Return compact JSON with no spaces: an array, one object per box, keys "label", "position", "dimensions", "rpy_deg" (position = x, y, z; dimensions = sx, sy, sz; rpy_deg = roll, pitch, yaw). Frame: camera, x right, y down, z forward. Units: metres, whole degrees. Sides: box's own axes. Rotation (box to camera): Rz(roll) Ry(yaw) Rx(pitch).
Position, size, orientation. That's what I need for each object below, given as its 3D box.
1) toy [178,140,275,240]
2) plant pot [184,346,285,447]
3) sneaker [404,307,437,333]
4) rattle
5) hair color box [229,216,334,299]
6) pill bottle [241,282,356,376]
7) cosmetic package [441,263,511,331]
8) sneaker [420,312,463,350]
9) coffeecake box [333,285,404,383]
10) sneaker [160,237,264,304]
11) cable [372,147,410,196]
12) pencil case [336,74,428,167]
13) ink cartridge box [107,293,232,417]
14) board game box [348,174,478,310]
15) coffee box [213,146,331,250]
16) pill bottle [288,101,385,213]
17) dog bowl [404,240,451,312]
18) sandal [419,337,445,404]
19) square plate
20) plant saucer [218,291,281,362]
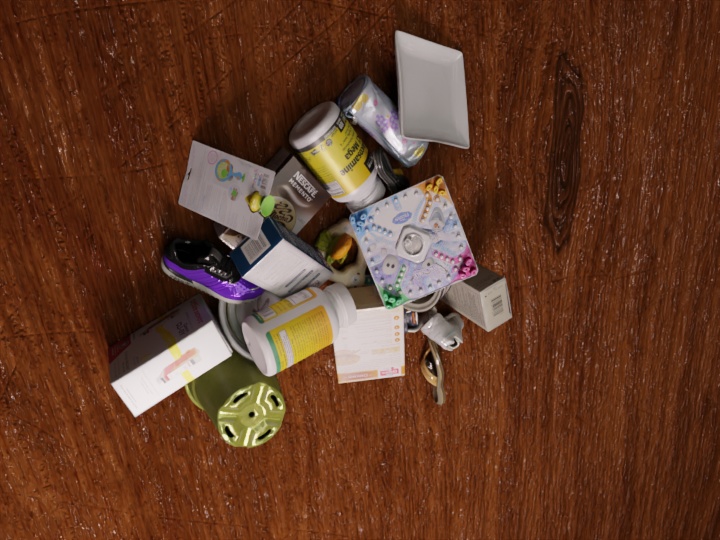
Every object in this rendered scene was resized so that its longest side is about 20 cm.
[{"label":"toy","position":[-0.226,-0.140,0.994],"dimensions":[0.047,0.197,0.118],"rpy_deg":[1,110,-58]},{"label":"plant pot","position":[-0.232,0.237,1.114],"dimensions":[0.195,0.184,0.206],"rpy_deg":[-10,114,-23]},{"label":"sneaker","position":[0.081,0.101,1.287],"dimensions":[0.196,0.079,0.080],"rpy_deg":[-19,118,-18]},{"label":"rattle","position":[0.000,0.000,1.176],"dimensions":[0.130,0.141,0.203],"rpy_deg":[-40,117,-29]},{"label":"hair color box","position":[-0.138,-0.011,1.041],"dimensions":[0.100,0.061,0.200],"rpy_deg":[-40,151,7]},{"label":"pill bottle","position":[-0.108,0.100,1.052],"dimensions":[0.197,0.112,0.115],"rpy_deg":[-26,119,-26]},{"label":"cosmetic package","position":[0.243,0.041,1.274],"dimensions":[0.070,0.200,0.107],"rpy_deg":[-26,119,-16]},{"label":"sneaker","position":[0.203,0.148,1.326],"dimensions":[0.071,0.081,0.199],"rpy_deg":[-47,160,18]},{"label":"coffeecake box","position":[0.015,0.136,1.218],"dimensions":[0.149,0.074,0.204],"rpy_deg":[-6,126,-3]},{"label":"sneaker","position":[-0.259,-0.005,1.027],"dimensions":[0.195,0.071,0.100],"rpy_deg":[19,145,-14]},{"label":"cable","position":[0.055,-0.171,1.124],"dimensions":[0.199,0.049,0.100],"rpy_deg":[14,75,-65]},{"label":"pencil case","position":[0.047,-0.288,1.115],"dimensions":[0.082,0.093,0.198],"rpy_deg":[-30,133,35]},{"label":"ink cartridge box","position":[-0.349,0.147,1.045],"dimensions":[0.197,0.145,0.085],"rpy_deg":[-32,119,-13]},{"label":"board game box","position":[0.101,-0.049,1.090],"dimensions":[0.196,0.026,0.204],"rpy_deg":[-22,98,10]},{"label":"coffee box","position":[-0.166,-0.114,1.072],"dimensions":[0.200,0.080,0.113],"rpy_deg":[-47,122,1]},{"label":"pill bottle","position":[-0.038,-0.207,1.090],"dimensions":[0.112,0.112,0.201],"rpy_deg":[-44,122,-5]},{"label":"dog bowl","position":[0.120,-0.020,1.201],"dimensions":[0.073,0.198,0.205],"rpy_deg":[-24,119,-37]},{"label":"sandal","position":[0.173,0.246,1.397],"dimensions":[0.052,0.081,0.205],"rpy_deg":[-8,118,0]},{"label":"square plate","position":[0.139,-0.348,1.128],"dimensions":[0.196,0.028,0.204],"rpy_deg":[-2,87,-40]},{"label":"plant saucer","position":[-0.191,0.087,1.125],"dimensions":[0.196,0.050,0.206],"rpy_deg":[13,65,-29]}]
